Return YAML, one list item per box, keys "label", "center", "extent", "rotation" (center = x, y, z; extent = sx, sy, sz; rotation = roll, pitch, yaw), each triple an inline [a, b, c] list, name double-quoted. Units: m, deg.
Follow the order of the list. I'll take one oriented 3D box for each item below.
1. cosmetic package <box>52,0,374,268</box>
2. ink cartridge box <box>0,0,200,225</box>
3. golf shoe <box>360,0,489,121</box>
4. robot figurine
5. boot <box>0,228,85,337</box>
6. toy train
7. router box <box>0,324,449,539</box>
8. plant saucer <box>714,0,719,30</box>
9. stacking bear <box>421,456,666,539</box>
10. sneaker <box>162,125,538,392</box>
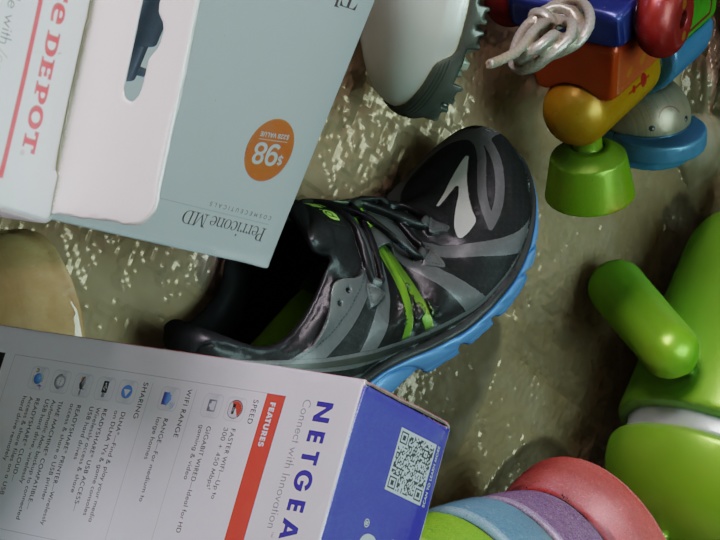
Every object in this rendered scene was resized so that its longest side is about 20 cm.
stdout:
- label: "cosmetic package"
  center: [-0.085, -0.092, 1.000]
  extent: [0.200, 0.052, 0.151]
  rotation: [13, 104, -48]
- label: "ink cartridge box"
  center: [-0.140, -0.080, 0.863]
  extent: [0.068, 0.200, 0.115]
  rotation: [16, 83, -47]
- label: "golf shoe"
  center: [0.001, -0.157, 1.115]
  extent: [0.088, 0.077, 0.201]
  rotation: [-6, 100, -24]
- label: "robot figurine"
  center: [0.181, 0.053, 1.289]
  extent: [0.175, 0.116, 0.200]
  rotation: [38, 68, -37]
- label: "boot"
  center: [-0.171, 0.088, 0.954]
  extent: [0.200, 0.066, 0.176]
  rotation: [-15, 106, -47]
- label: "toy train"
  center: [0.091, -0.072, 1.188]
  extent: [0.200, 0.084, 0.116]
  rotation: [-42, 139, -50]
- label: "router box"
  center: [-0.081, 0.123, 0.885]
  extent: [0.049, 0.179, 0.200]
  rotation: [30, 73, -50]
- label: "plant saucer"
  center: [0.218, -0.165, 1.361]
  extent: [0.200, 0.034, 0.201]
  rotation: [-10, 104, -46]
- label: "stacking bear"
  center: [0.025, 0.158, 1.148]
  extent: [0.200, 0.121, 0.114]
  rotation: [-22, 113, -36]
- label: "sneaker"
  center: [-0.001, 0.000, 1.120]
  extent: [0.200, 0.071, 0.083]
  rotation: [-39, 128, -34]
